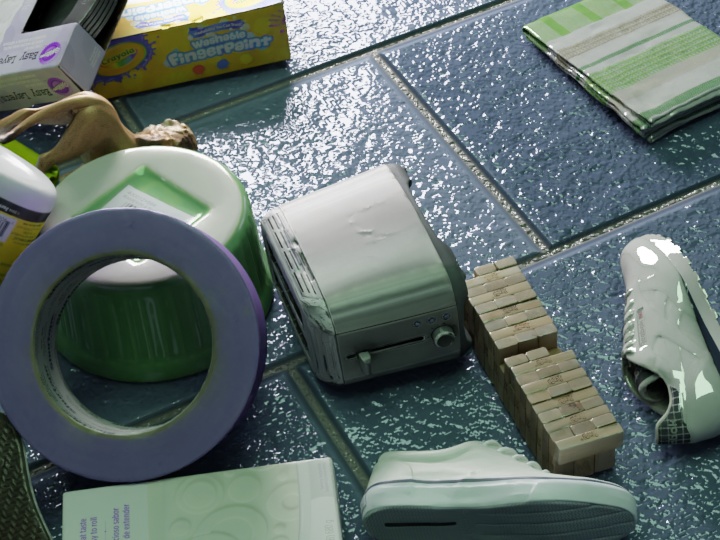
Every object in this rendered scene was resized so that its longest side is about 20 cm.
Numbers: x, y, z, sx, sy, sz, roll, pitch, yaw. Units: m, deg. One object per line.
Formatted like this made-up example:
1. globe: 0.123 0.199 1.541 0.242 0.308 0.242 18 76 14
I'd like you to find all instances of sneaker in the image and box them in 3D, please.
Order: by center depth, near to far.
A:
1. sneaker: -0.264 0.207 1.166 0.073 0.085 0.201 4 59 -30
2. sneaker: 0.100 0.156 1.167 0.199 0.073 0.071 2 49 7
3. sneaker: 0.236 0.050 1.266 0.080 0.077 0.200 -19 44 0

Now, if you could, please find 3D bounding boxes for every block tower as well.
1. block tower: 0.135 0.079 1.255 0.054 0.058 0.200 -17 44 -11

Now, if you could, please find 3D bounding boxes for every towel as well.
1. towel: 0.270 -0.205 1.549 0.149 0.031 0.200 -23 46 -21

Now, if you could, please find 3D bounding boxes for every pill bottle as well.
1. pill bottle: -0.336 -0.006 1.283 0.112 0.112 0.200 37 99 34

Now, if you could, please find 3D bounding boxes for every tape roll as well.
1. tape roll: -0.171 0.055 1.205 0.199 0.085 0.201 0 88 0

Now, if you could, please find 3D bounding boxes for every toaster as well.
1. toaster: 0.000 0.000 1.305 0.129 0.114 0.200 -18 48 -10

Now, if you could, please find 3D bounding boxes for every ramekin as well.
1. ramekin: -0.175 -0.013 1.342 0.199 0.098 0.201 -2 45 2

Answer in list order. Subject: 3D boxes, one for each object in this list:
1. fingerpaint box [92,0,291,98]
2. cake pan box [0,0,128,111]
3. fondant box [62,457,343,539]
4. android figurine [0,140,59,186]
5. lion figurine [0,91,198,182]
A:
1. fingerpaint box: -0.183 -0.264 1.610 0.199 0.074 0.167 -14 45 -5
2. cake pan box: -0.307 -0.240 1.540 0.199 0.052 0.185 -2 58 35
3. fondant box: -0.108 0.217 1.136 0.199 0.058 0.145 -8 45 -1
4. android figurine: -0.363 -0.060 1.446 0.200 0.041 0.182 28 54 28
5. lion figurine: -0.223 -0.109 1.400 0.122 0.200 0.073 -32 70 7
